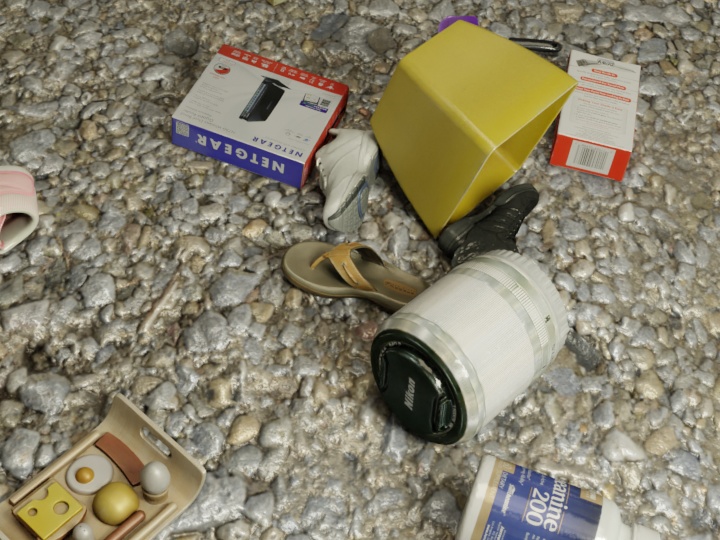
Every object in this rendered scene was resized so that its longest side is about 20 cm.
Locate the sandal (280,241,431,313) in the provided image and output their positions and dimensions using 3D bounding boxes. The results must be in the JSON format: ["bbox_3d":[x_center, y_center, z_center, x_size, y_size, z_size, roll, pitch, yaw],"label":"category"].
[{"bbox_3d":[0.000,0.000,1.487,0.197,0.054,0.081,17,48,6],"label":"sandal"}]

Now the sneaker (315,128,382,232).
[{"bbox_3d":[-0.025,-0.121,1.588,0.085,0.075,0.201,10,39,7],"label":"sneaker"}]

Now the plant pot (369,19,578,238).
[{"bbox_3d":[0.131,-0.203,1.566,0.176,0.201,0.199,45,55,10],"label":"plant pot"}]

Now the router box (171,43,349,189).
[{"bbox_3d":[-0.137,-0.217,1.661,0.197,0.049,0.181,19,48,7],"label":"router box"}]

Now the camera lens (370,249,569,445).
[{"bbox_3d":[0.121,0.087,1.359,0.159,0.161,0.199,39,53,24],"label":"camera lens"}]

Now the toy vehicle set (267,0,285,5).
[{"bbox_3d":[-0.155,-0.509,1.934,0.123,0.027,0.200,-32,60,-31],"label":"toy vehicle set"}]

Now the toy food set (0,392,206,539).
[{"bbox_3d":[-0.276,0.229,1.230,0.143,0.061,0.199,36,52,21],"label":"toy food set"}]

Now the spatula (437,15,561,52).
[{"bbox_3d":[0.219,-0.364,1.872,0.196,0.021,0.057,10,60,-4],"label":"spatula"}]

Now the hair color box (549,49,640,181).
[{"bbox_3d":[0.343,-0.228,1.746,0.109,0.064,0.202,14,49,4],"label":"hair color box"}]

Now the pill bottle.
[{"bbox_3d":[0.202,0.275,1.237,0.197,0.112,0.112,19,48,8],"label":"pill bottle"}]

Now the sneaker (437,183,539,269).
[{"bbox_3d":[0.179,-0.032,1.547,0.198,0.061,0.104,-29,57,-24],"label":"sneaker"}]

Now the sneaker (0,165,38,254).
[{"bbox_3d":[-0.485,-0.068,1.448,0.197,0.076,0.105,-11,46,-24],"label":"sneaker"}]
